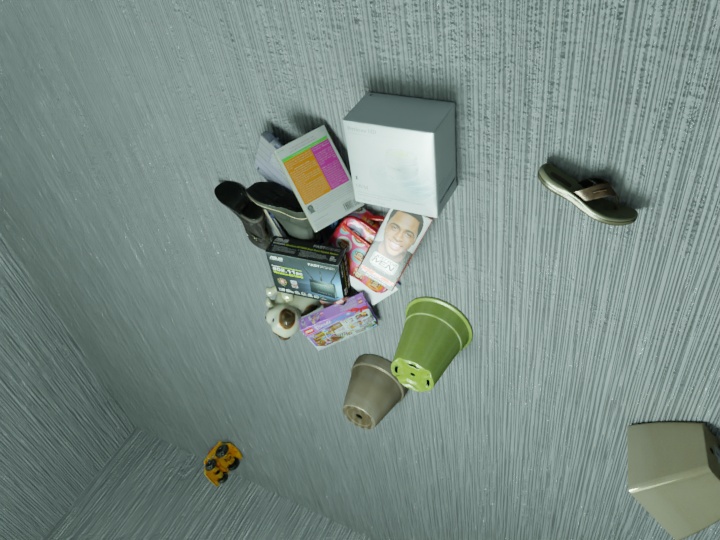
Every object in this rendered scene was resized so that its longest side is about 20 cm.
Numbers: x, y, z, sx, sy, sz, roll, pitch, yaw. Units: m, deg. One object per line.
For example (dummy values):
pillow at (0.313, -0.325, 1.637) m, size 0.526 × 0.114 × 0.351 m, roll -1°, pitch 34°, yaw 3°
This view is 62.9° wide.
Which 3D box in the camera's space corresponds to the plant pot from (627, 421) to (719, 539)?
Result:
plant pot at (0.767, 0.477, 1.390) m, size 0.200 × 0.201 × 0.176 m, roll 44°, pitch 131°, yaw -12°

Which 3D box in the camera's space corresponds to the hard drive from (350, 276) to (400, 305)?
hard drive at (0.000, 0.000, 1.600) m, size 0.200 × 0.025 × 0.132 m, roll 44°, pitch 141°, yaw -9°

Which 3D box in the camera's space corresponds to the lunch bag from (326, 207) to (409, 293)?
lunch bag at (0.029, -0.058, 1.466) m, size 0.199 × 0.082 × 0.177 m, roll 36°, pitch 126°, yaw -3°

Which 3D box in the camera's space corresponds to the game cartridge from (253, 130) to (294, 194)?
game cartridge at (-0.174, -0.231, 1.428) m, size 0.200 × 0.038 × 0.130 m, roll 44°, pitch 142°, yaw 8°

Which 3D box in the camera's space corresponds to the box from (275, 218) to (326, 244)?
box at (-0.172, -0.136, 1.559) m, size 0.069 × 0.065 × 0.201 m, roll -3°, pitch 128°, yaw 39°

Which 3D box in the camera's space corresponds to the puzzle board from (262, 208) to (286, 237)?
puzzle board at (-0.211, -0.097, 1.592) m, size 0.202 × 0.017 × 0.151 m, roll 60°, pitch 175°, yaw -22°

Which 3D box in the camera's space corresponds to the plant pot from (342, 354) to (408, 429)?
plant pot at (0.033, 0.398, 1.871) m, size 0.197 × 0.174 × 0.202 m, roll 20°, pitch 139°, yaw 18°

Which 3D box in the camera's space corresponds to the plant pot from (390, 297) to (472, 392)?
plant pot at (0.170, 0.209, 1.555) m, size 0.198 × 0.191 × 0.202 m, roll 21°, pitch 141°, yaw 19°

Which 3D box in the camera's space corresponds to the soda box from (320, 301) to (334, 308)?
soda box at (-0.090, 0.037, 1.627) m, size 0.067 × 0.064 × 0.201 m, roll 5°, pitch 151°, yaw 19°

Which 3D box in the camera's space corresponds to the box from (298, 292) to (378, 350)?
box at (-0.059, 0.147, 1.670) m, size 0.197 × 0.039 × 0.137 m, roll -23°, pitch 143°, yaw 5°

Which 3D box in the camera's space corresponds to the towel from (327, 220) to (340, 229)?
towel at (-0.099, -0.197, 1.452) m, size 0.110 × 0.049 × 0.202 m, roll 22°, pitch 140°, yaw 19°

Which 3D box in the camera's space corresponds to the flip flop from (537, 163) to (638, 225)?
flip flop at (0.425, -0.149, 1.093) m, size 0.199 × 0.081 × 0.058 m, roll 35°, pitch 128°, yaw 10°

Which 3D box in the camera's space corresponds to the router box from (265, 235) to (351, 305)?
router box at (-0.126, 0.001, 1.470) m, size 0.197 × 0.063 × 0.151 m, roll 10°, pitch 139°, yaw 16°

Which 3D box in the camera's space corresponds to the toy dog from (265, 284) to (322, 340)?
toy dog at (-0.196, 0.107, 1.718) m, size 0.193 × 0.201 × 0.140 m, roll 36°, pitch 143°, yaw -1°

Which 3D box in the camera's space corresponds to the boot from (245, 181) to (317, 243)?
boot at (-0.194, -0.130, 1.464) m, size 0.198 × 0.077 × 0.140 m, roll 28°, pitch 147°, yaw 30°

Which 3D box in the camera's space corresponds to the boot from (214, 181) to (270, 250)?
boot at (-0.326, -0.143, 1.666) m, size 0.199 × 0.069 × 0.175 m, roll 40°, pitch 159°, yaw 22°

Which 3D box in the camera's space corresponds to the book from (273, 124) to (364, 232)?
book at (-0.092, -0.208, 1.337) m, size 0.202 × 0.132 × 0.048 m, roll 63°, pitch 171°, yaw -9°

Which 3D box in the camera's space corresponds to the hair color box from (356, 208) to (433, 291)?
hair color box at (0.081, -0.065, 1.369) m, size 0.100 × 0.061 × 0.202 m, roll 28°, pitch 113°, yaw 2°

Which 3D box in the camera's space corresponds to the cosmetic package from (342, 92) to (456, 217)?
cosmetic package at (0.086, -0.238, 1.211) m, size 0.197 × 0.123 × 0.202 m, roll 14°, pitch 136°, yaw 25°

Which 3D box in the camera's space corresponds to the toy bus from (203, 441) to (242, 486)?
toy bus at (-0.751, 0.997, 3.080) m, size 0.190 × 0.200 × 0.137 m, roll 0°, pitch 130°, yaw 47°
